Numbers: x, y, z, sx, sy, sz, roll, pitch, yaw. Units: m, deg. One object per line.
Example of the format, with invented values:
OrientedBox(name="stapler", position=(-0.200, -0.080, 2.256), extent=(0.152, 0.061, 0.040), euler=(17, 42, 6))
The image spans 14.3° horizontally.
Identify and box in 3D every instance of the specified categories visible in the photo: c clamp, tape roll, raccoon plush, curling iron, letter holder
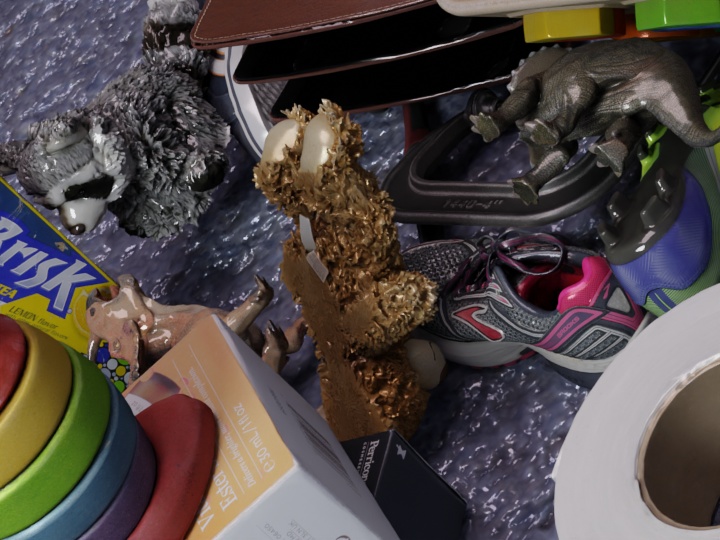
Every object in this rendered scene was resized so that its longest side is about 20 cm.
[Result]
OrientedBox(name="c clamp", position=(0.110, -0.076, 1.658), extent=(0.199, 0.027, 0.171), euler=(-2, 40, 39))
OrientedBox(name="tape roll", position=(0.194, 0.098, 1.383), extent=(0.202, 0.071, 0.203), euler=(-26, 41, 24))
OrientedBox(name="raccoon plush", position=(-0.164, -0.105, 1.777), extent=(0.097, 0.134, 0.201), euler=(-41, 44, 31))
OrientedBox(name="curling iron", position=(0.027, -0.066, 1.737), extent=(0.049, 0.026, 0.200), euler=(-16, 41, -1))
OrientedBox(name="letter holder", position=(0.017, -0.147, 1.712), extent=(0.199, 0.101, 0.142), euler=(-10, 32, 24))

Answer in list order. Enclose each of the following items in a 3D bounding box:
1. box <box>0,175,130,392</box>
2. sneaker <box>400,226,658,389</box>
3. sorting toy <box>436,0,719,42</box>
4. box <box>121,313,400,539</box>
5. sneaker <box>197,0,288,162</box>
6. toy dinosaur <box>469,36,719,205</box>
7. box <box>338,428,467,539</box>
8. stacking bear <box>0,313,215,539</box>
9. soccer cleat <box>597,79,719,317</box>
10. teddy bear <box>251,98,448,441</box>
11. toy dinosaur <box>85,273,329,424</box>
OrientedBox(name="box", position=(-0.201, 0.007, 1.741), extent=(0.070, 0.200, 0.064), euler=(-50, 38, -7))
OrientedBox(name="sneaker", position=(0.086, 0.007, 1.572), extent=(0.199, 0.075, 0.081), euler=(9, 61, 49))
OrientedBox(name="sorting toy", position=(0.170, -0.143, 1.570), extent=(0.199, 0.185, 0.037), euler=(3, 96, 38))
OrientedBox(name="box", position=(-0.096, 0.151, 1.451), extent=(0.200, 0.106, 0.152), euler=(-42, 36, 4))
OrientedBox(name="sneaker", position=(-0.078, -0.123, 1.857), extent=(0.079, 0.078, 0.201), euler=(-42, 42, 27))
OrientedBox(name="toy dinosaur", position=(0.125, -0.092, 1.516), extent=(0.102, 0.077, 0.200), euler=(-51, 18, -30))
OrientedBox(name="box", position=(-0.036, 0.196, 1.503), extent=(0.141, 0.079, 0.201), euler=(-17, 44, 38))
OrientedBox(name="stacking bear", position=(-0.175, 0.066, 1.349), extent=(0.121, 0.200, 0.114), euler=(-27, 39, 23))
OrientedBox(name="soccer cleat", position=(0.187, -0.039, 1.532), extent=(0.065, 0.084, 0.200), euler=(-26, 18, 39))
OrientedBox(name="teddy bear", position=(0.000, 0.000, 1.579), extent=(0.067, 0.201, 0.145), euler=(-19, -8, -28))
OrientedBox(name="toy dinosaur", position=(-0.086, 0.075, 1.662), extent=(0.135, 0.086, 0.200), euler=(-34, 38, 14))
